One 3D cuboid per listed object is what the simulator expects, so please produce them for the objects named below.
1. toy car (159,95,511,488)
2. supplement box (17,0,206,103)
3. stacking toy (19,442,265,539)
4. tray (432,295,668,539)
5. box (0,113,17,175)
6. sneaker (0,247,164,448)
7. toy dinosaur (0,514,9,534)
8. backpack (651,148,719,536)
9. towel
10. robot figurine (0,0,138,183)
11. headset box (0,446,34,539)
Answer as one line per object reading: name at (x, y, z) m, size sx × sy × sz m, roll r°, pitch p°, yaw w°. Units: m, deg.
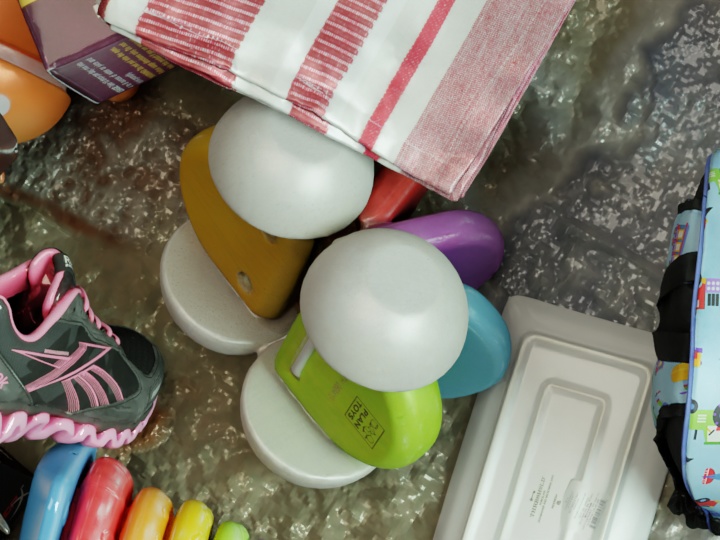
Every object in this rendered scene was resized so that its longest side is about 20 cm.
toy car at (0.000, 0.000, 1.355) m, size 0.150 × 0.175 × 0.200 m, roll -22°, pitch 70°, yaw -30°
supplement box at (-0.077, -0.186, 1.314) m, size 0.199 × 0.103 × 0.131 m, roll -25°, pitch 82°, yaw 6°
stacking toy at (-0.076, 0.164, 1.363) m, size 0.199 × 0.116 × 0.110 m, roll 14°, pitch 102°, yaw 0°
tray at (0.095, 0.118, 1.361) m, size 0.107 × 0.022 × 0.201 m, roll 15°, pitch 83°, yaw 16°
box at (-0.314, -0.085, 1.347) m, size 0.164 × 0.166 × 0.200 m, roll -44°, pitch 70°, yaw 32°
sneaker at (-0.154, 0.035, 1.345) m, size 0.079 × 0.200 × 0.096 m, roll 31°, pitch 105°, yaw 24°
toy dinosaur at (-0.222, 0.210, 1.314) m, size 0.135 × 0.086 × 0.201 m, roll -15°, pitch 115°, yaw -14°
backpack at (0.206, 0.034, 1.257) m, size 0.134 × 0.200 × 0.183 m, roll 4°, pitch 79°, yaw 15°
towel at (-0.006, -0.135, 1.247) m, size 0.199 × 0.023 × 0.144 m, roll 26°, pitch 105°, yaw -10°
robot figurine at (-0.188, -0.153, 1.438) m, size 0.116 × 0.144 × 0.201 m, roll 21°, pitch 87°, yaw 41°
headset box at (-0.278, 0.120, 1.354) m, size 0.077 × 0.200 × 0.149 m, roll 34°, pitch 89°, yaw 36°
